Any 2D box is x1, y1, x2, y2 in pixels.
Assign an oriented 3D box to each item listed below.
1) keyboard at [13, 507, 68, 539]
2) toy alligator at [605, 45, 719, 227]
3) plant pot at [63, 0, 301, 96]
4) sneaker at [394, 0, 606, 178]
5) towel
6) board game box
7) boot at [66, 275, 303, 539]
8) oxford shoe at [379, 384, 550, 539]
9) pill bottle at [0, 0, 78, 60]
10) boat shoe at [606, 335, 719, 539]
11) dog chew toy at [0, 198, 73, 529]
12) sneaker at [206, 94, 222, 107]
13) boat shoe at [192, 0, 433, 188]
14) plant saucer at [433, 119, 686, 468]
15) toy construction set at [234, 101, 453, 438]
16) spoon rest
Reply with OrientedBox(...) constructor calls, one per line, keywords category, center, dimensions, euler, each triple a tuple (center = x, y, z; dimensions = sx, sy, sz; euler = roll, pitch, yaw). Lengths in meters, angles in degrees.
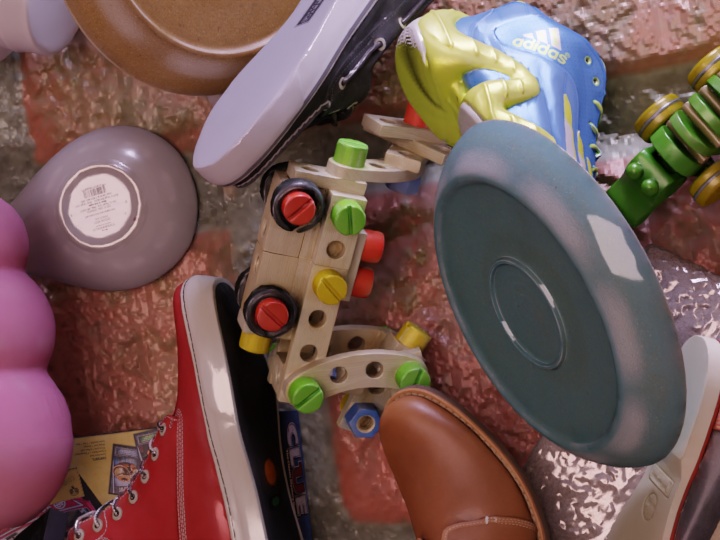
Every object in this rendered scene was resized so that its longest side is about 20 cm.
OrientedBox(category="keyboard", center=(-0.188, 0.227, 1.310), dimensions=(0.127, 0.021, 0.200), euler=(-39, 38, 54))
OrientedBox(category="toy alligator", center=(0.171, -0.062, 1.288), dimensions=(0.200, 0.054, 0.059), euler=(-43, 75, 14))
OrientedBox(category="plant pot", center=(-0.084, -0.198, 1.317), dimensions=(0.027, 0.200, 0.200), euler=(6, 90, 54))
OrientedBox(category="sneaker", center=(0.107, -0.072, 1.280), dimensions=(0.105, 0.076, 0.200), euler=(-26, 71, -19))
OrientedBox(category="towel", center=(0.167, 0.099, 1.296), dimensions=(0.133, 0.034, 0.200), euler=(29, 98, 18))
OrientedBox(category="board game box", center=(-0.127, 0.161, 1.400), dimensions=(0.200, 0.035, 0.136), euler=(-8, 86, 19))
OrientedBox(category="boot", center=(-0.118, 0.109, 1.345), dimensions=(0.144, 0.072, 0.200), euler=(-10, 89, 21))
OrientedBox(category="oxford shoe", center=(0.058, 0.151, 1.254), dimensions=(0.071, 0.071, 0.200), euler=(-41, 70, 39))
OrientedBox(category="pill bottle", center=(-0.269, -0.184, 1.423), dimensions=(0.200, 0.109, 0.109), euler=(13, 93, 20))
OrientedBox(category="boat shoe", center=(0.175, 0.130, 1.241), dimensions=(0.063, 0.071, 0.200), euler=(12, 106, -18))
OrientedBox(category="dog chew toy", center=(-0.228, 0.048, 1.354), dimensions=(0.125, 0.125, 0.200), euler=(-2, 88, 20))
OrientedBox(category="sneaker", center=(-0.108, -0.189, 1.394), dimensions=(0.118, 0.074, 0.200), euler=(1, 103, 42))
OrientedBox(category="boat shoe", center=(-0.018, -0.114, 1.308), dimensions=(0.069, 0.057, 0.200), euler=(-7, 42, 54))
OrientedBox(category="plant saucer", center=(0.095, 0.018, 1.228), dimensions=(0.027, 0.200, 0.200), euler=(-28, 76, -23))
OrientedBox(category="toy construction set", center=(0.000, 0.000, 1.317), dimensions=(0.131, 0.092, 0.200), euler=(10, 91, -16))
OrientedBox(category="spoon rest", center=(-0.195, -0.027, 1.427), dimensions=(0.200, 0.061, 0.099), euler=(-13, 85, 6))
